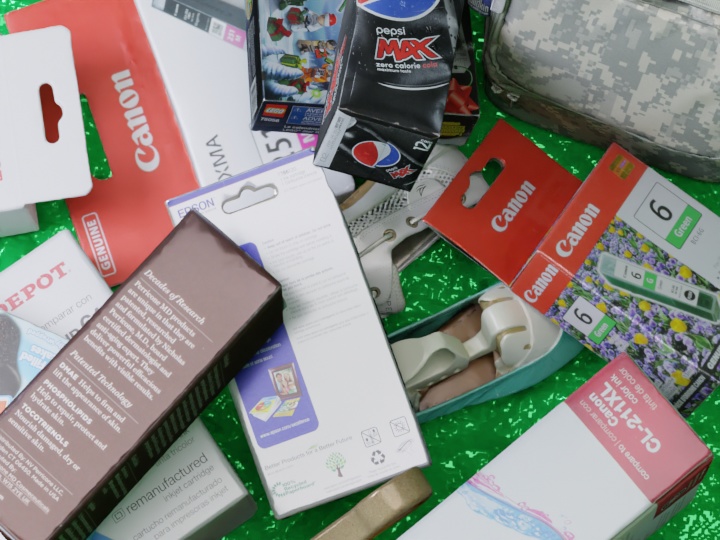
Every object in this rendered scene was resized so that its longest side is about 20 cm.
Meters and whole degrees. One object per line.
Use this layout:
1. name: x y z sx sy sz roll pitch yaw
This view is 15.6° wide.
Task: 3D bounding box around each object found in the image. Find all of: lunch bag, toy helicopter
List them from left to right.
1. toy helicopter: -0.044 0.175 1.509 0.200 0.132 0.079 -38 78 18
2. lunch bag: 0.170 -0.152 1.590 0.199 0.168 0.140 20 78 6

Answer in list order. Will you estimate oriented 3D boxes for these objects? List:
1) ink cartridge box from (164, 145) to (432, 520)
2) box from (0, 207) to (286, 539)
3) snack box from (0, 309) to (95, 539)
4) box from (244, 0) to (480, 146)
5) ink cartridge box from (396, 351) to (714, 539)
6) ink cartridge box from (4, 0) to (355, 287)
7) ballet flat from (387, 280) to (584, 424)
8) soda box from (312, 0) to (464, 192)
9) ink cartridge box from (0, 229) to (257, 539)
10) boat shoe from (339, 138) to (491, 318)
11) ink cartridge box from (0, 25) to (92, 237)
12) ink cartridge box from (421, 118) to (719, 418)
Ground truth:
1. ink cartridge box: -0.036 0.037 1.548 0.099 0.039 0.201 -19 87 3
2. box: -0.132 0.068 1.453 0.075 0.100 0.200 43 80 8
3. snack box: -0.229 0.077 1.522 0.199 0.037 0.117 23 79 6
4. box: -0.003 -0.176 1.625 0.136 0.040 0.201 3 62 -15
5. ink cartridge box: 0.100 0.153 1.530 0.200 0.146 0.083 -38 78 -8
6. ink cartridge box: -0.116 -0.108 1.649 0.173 0.044 0.201 -19 77 -5
7. ballet flat: 0.065 0.049 1.594 0.199 0.070 0.068 -27 77 -6
8. soda box: 0.025 -0.152 1.555 0.063 0.071 0.201 15 60 -7
9. ink cartridge box: -0.177 0.099 1.578 0.144 0.085 0.200 -35 78 -6
10. boat shoe: 0.000 0.000 1.606 0.200 0.071 0.069 -43 78 -10
11. ink cartridge box: -0.267 -0.076 1.629 0.199 0.068 0.116 -9 77 -1
12. ink cartridge box: 0.149 -0.014 1.589 0.200 0.050 0.109 36 53 2
